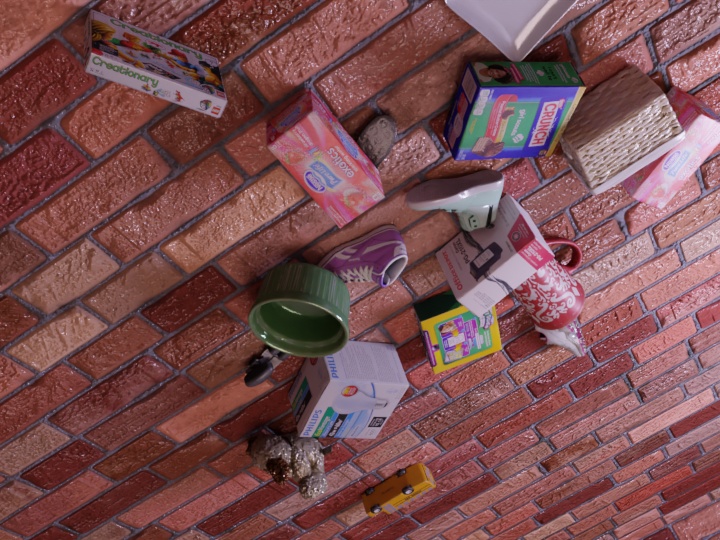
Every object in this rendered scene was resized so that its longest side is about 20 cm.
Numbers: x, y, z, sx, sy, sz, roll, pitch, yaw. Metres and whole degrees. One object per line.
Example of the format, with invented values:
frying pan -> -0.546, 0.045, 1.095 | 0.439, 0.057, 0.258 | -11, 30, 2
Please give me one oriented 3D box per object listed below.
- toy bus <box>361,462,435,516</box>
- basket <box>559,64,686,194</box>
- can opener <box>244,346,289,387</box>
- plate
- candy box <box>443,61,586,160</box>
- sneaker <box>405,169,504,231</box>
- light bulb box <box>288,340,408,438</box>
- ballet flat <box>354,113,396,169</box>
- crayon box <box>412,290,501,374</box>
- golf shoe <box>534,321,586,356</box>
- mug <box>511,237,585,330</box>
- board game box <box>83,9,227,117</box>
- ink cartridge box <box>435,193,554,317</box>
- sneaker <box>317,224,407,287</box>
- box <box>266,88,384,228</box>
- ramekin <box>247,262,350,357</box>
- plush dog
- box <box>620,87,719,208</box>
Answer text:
toy bus -> 0.103, 0.612, 2.186 | 0.199, 0.065, 0.078 | -34, 136, 12
basket -> 0.467, -0.262, 1.449 | 0.199, 0.136, 0.123 | -33, 130, 12
can opener -> -0.168, 0.176, 1.679 | 0.200, 0.067, 0.052 | -43, 130, 14
plate -> 0.257, -0.458, 1.255 | 0.199, 0.033, 0.200 | 26, 119, -37
candy box -> 0.265, -0.278, 1.380 | 0.197, 0.078, 0.170 | -6, 144, -16
sneaker -> 0.182, -0.115, 1.517 | 0.198, 0.074, 0.119 | -12, 129, -13
light bulb box -> -0.031, 0.267, 1.768 | 0.198, 0.126, 0.199 | 7, 129, -27
ballet flat -> 0.009, -0.193, 1.412 | 0.067, 0.047, 0.202 | 18, 120, -10
crayon box -> 0.222, 0.128, 1.777 | 0.171, 0.059, 0.201 | -21, 136, -2
golf shoe -> 0.481, 0.151, 1.897 | 0.091, 0.076, 0.200 | -21, 136, 23
mug -> 0.383, 0.003, 1.698 | 0.132, 0.179, 0.200 | -7, 144, 42
board game box -> -0.295, -0.297, 1.137 | 0.198, 0.127, 0.035 | 15, 127, -31
ink cartridge box -> 0.265, -0.029, 1.581 | 0.200, 0.146, 0.084 | -41, 131, 19
sneaker -> 0.000, 0.000, 1.535 | 0.199, 0.115, 0.073 | -32, 136, 13
box -> -0.059, -0.185, 1.324 | 0.102, 0.095, 0.200 | -33, 121, 16
ramekin -> -0.112, 0.075, 1.533 | 0.197, 0.099, 0.201 | 7, 143, 5
plush dog -> -0.178, 0.437, 1.865 | 0.170, 0.199, 0.163 | 11, 95, -40
box -> 0.596, -0.234, 1.531 | 0.094, 0.103, 0.201 | 13, 127, -30
